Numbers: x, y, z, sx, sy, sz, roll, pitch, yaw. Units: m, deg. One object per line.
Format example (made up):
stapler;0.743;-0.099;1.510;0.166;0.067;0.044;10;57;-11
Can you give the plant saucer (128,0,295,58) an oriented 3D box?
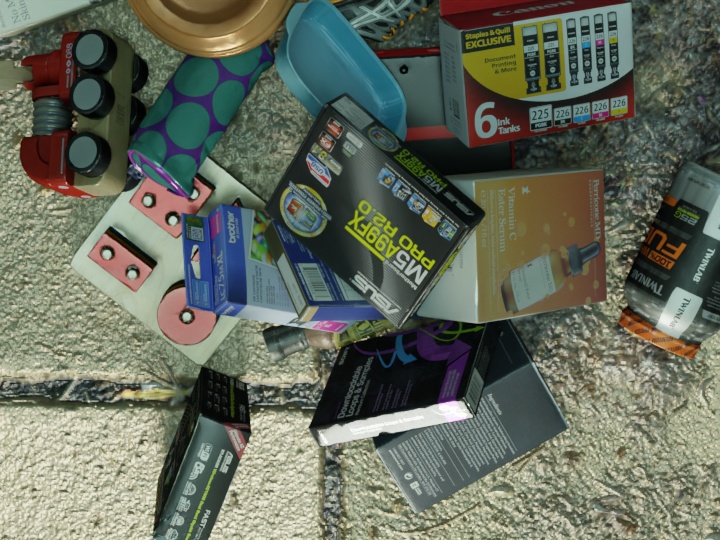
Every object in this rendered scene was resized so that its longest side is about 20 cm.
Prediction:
plant saucer;-0.160;-0.324;1.594;0.198;0.037;0.202;1;100;7

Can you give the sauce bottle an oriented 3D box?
sauce bottle;-0.015;0.052;1.752;0.198;0.065;0.065;-22;100;5

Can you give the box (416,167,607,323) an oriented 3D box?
box;0.165;-0.032;1.665;0.199;0.106;0.154;-8;98;-37

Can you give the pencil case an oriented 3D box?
pencil case;-0.174;-0.178;1.659;0.085;0.093;0.201;21;71;33

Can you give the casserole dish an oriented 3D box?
casserole dish;-0.025;-0.203;1.646;0.039;0.122;0.200;-17;127;39

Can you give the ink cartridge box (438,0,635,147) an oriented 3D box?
ink cartridge box;0.191;-0.244;1.656;0.198;0.084;0.177;-12;112;-12

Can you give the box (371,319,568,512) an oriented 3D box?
box;0.111;0.152;1.717;0.199;0.149;0.107;-30;118;5

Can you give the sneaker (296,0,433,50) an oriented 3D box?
sneaker;0.029;-0.295;1.690;0.198;0.078;0.078;-13;107;9

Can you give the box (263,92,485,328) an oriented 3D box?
box;0.012;-0.062;1.592;0.200;0.044;0.161;42;127;9

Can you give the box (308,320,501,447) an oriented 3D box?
box;0.049;0.120;1.677;0.199;0.143;0.036;-16;122;29

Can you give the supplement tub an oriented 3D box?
supplement tub;0.377;-0.011;1.716;0.122;0.123;0.201;23;98;-5

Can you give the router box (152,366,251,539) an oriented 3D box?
router box;-0.178;0.211;1.706;0.062;0.200;0.151;21;99;-9

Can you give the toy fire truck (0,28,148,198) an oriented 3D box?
toy fire truck;-0.355;-0.174;1.680;0.198;0.129;0.178;-2;80;21

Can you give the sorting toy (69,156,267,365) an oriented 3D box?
sorting toy;-0.200;-0.021;1.733;0.198;0.070;0.200;38;97;-7

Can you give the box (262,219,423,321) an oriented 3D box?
box;0.000;0.000;1.673;0.199;0.122;0.032;0;141;-34

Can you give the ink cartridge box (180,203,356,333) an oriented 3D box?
ink cartridge box;-0.100;-0.004;1.670;0.198;0.042;0.120;9;62;-29

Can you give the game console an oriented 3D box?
game console;0.076;-0.165;1.736;0.198;0.031;0.179;-3;106;1

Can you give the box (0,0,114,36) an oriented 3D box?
box;-0.316;-0.327;1.678;0.198;0.068;0.083;-20;100;2
